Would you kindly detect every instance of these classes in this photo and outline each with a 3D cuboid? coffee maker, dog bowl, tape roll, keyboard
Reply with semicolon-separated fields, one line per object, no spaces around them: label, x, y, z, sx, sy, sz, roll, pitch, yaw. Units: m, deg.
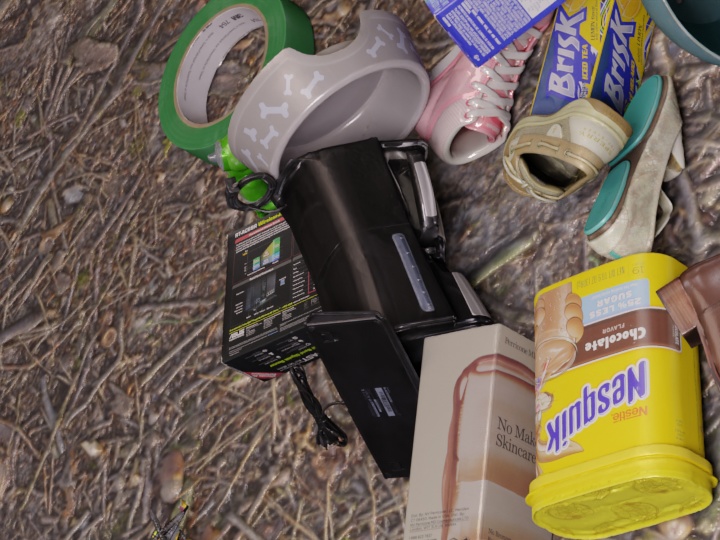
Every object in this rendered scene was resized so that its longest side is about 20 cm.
coffee maker;0.000;0.000;1.765;0.192;0.135;0.200;-17;64;-5
dog bowl;-0.023;-0.146;1.812;0.200;0.200;0.059;-46;64;18
tape roll;-0.137;-0.215;2.159;0.200;0.048;0.201;-25;52;37
keyboard;0.001;0.110;1.714;0.127;0.200;0.021;-6;40;25

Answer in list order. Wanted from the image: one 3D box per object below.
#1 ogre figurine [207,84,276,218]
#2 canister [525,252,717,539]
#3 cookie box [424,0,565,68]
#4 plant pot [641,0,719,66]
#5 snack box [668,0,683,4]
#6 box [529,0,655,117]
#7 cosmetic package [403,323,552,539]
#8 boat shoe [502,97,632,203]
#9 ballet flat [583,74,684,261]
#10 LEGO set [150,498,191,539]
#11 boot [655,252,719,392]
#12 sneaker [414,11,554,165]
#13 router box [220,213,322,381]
ogre figurine;-0.063;-0.134;1.979;0.200;0.120;0.098;-23;53;37
canister;0.206;0.100;1.590;0.148;0.086;0.200;-23;52;37
cookie box;0.143;-0.302;1.775;0.200;0.075;0.171;-37;34;10
plant pot;0.303;-0.257;1.624;0.200;0.200;0.135;-67;14;-6
snack box;0.307;-0.316;1.721;0.024;0.072;0.200;15;81;50
box;0.214;-0.207;1.767;0.070;0.064;0.200;0;70;47
cosmetic package;0.105;0.158;1.653;0.087;0.103;0.200;-14;61;40
boat shoe;0.166;-0.092;1.701;0.063;0.073;0.201;-57;13;-18
ballet flat;0.240;-0.080;1.669;0.067;0.062;0.200;-36;23;52
LEGO set;-0.173;0.325;1.843;0.154;0.116;0.200;-51;41;13
boot;0.351;0.030;1.496;0.200;0.064;0.187;-34;72;8
sneaker;0.128;-0.181;1.838;0.200;0.075;0.105;-49;41;22
router box;-0.047;0.006;1.928;0.200;0.062;0.150;-24;53;37
